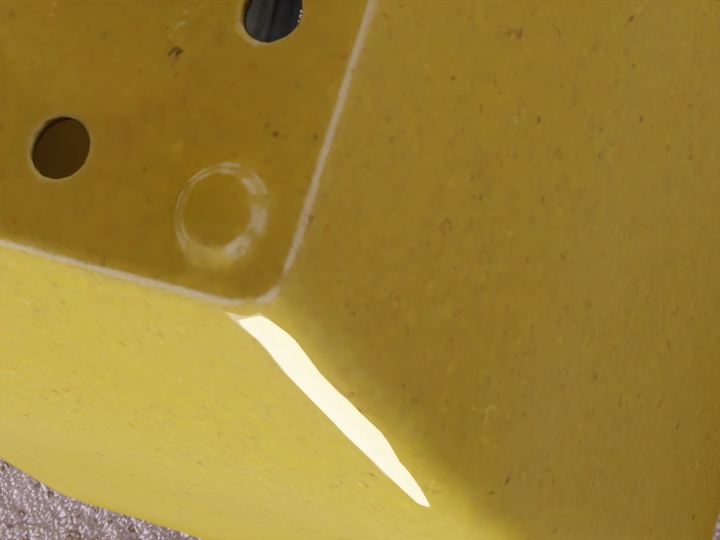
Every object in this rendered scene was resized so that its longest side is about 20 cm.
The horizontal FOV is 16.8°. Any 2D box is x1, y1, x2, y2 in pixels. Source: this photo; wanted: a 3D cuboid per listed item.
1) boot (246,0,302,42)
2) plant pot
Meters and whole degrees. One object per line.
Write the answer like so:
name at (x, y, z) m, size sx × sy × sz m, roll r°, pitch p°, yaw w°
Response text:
boot at (-0.005, -0.074, 1.057) m, size 0.168 × 0.077 × 0.200 m, roll 19°, pitch 172°, yaw -16°
plant pot at (-0.015, -0.033, 0.569) m, size 0.194 × 0.196 × 0.200 m, roll 14°, pitch 172°, yaw 25°
